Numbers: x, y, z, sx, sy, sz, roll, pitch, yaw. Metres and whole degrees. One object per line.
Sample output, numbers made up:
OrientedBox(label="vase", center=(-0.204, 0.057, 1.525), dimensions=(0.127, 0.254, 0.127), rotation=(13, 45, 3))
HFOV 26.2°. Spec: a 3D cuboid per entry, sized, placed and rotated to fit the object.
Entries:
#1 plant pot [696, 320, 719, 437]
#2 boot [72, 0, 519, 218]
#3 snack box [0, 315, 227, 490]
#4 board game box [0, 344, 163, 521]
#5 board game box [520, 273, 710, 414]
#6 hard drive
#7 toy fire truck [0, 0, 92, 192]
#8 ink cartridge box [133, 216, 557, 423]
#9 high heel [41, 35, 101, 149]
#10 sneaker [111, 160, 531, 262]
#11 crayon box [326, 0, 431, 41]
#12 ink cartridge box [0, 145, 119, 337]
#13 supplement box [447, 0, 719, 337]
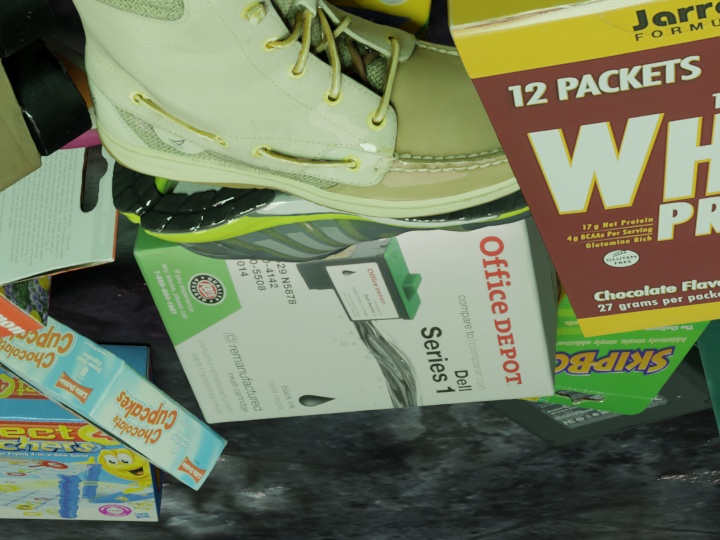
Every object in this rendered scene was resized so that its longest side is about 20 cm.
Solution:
OrientedBox(label="plant pot", center=(0.322, 0.049, 0.895), dimensions=(0.199, 0.142, 0.142), rotation=(-2, 153, -11))
OrientedBox(label="boot", center=(-0.018, -0.091, 0.586), dimensions=(0.199, 0.072, 0.155), rotation=(5, 152, 7))
OrientedBox(label="snack box", center=(-0.178, 0.050, 0.882), dimensions=(0.199, 0.037, 0.116), rotation=(25, 167, 35))
OrientedBox(label="board game box", center=(-0.243, 0.117, 1.093), dimensions=(0.199, 0.056, 0.196), rotation=(1, 152, -3))
OrientedBox(label="board game box", center=(0.160, 0.010, 0.880), dimensions=(0.095, 0.030, 0.200), rotation=(10, 132, -17))
OrientedBox(label="hard drive", center=(0.133, 0.056, 1.007), dimensions=(0.139, 0.033, 0.200), rotation=(-19, 146, 30))
OrientedBox(label="toy fire truck", center=(-0.220, -0.124, 0.599), dimensions=(0.128, 0.200, 0.176), rotation=(-34, 153, -14))
OrientedBox(label="ink cartridge box", center=(0.000, 0.000, 0.819), dimensions=(0.199, 0.085, 0.146), rotation=(-6, 136, 11))
OrientedBox(label="high heel", center=(-0.206, -0.068, 0.733), dimensions=(0.199, 0.068, 0.096), rotation=(6, 141, -1))
OrientedBox(label="sneaker", center=(-0.007, -0.041, 0.700), dimensions=(0.199, 0.074, 0.081), rotation=(-1, 164, 14))
OrientedBox(label="crayon box", center=(-0.032, -0.132, 0.644), dimensions=(0.125, 0.052, 0.200), rotation=(1, 151, -2))
OrientedBox(label="ink cartridge box", center=(-0.195, -0.021, 0.784), dimensions=(0.199, 0.110, 0.050), rotation=(-12, 149, 21))
OrientedBox(label="supplement box", center=(0.114, -0.115, 0.517), dimensions=(0.132, 0.201, 0.197), rotation=(-9, 150, 16))
